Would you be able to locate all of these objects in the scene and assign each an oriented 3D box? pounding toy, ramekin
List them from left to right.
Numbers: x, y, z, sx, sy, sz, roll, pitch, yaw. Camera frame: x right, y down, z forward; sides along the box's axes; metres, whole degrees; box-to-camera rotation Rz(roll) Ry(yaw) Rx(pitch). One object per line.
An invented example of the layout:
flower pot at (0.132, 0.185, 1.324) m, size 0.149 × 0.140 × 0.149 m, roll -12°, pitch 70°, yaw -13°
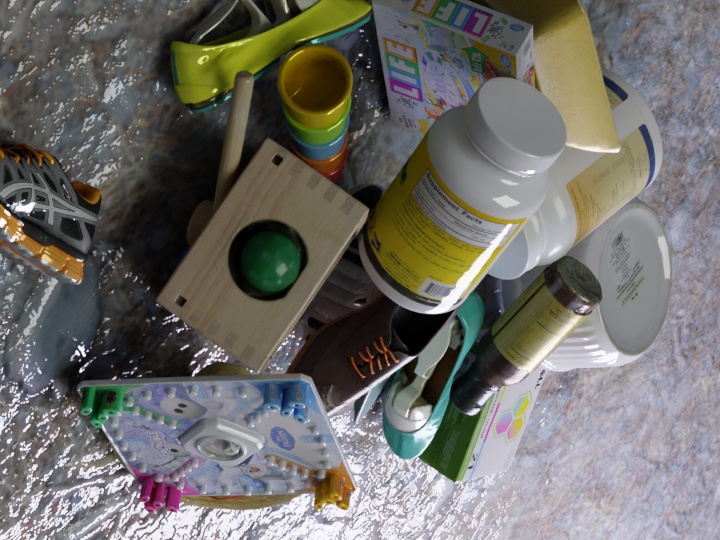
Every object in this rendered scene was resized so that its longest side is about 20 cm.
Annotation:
pounding toy at (-0.086, -0.033, 1.467) m, size 0.185 × 0.142 × 0.200 m, roll -56°, pitch 180°, yaw -3°
ramekin at (0.245, 0.009, 1.907) m, size 0.199 × 0.104 × 0.203 m, roll -5°, pitch 97°, yaw -51°

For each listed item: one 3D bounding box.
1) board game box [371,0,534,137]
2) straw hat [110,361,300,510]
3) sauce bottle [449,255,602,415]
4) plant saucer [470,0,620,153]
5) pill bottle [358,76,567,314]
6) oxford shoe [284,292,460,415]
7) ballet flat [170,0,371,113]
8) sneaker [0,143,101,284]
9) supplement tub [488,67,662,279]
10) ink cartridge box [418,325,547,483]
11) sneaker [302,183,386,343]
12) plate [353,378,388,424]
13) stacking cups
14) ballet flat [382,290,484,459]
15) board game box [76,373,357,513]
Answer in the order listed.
board game box at (0.084, -0.165, 1.561) m, size 0.034 × 0.133 × 0.200 m, roll -60°, pitch 162°, yaw -20°
straw hat at (-0.123, 0.129, 1.605) m, size 0.202 × 0.199 × 0.086 m, roll 64°, pitch 26°, yaw -52°
sauce bottle at (0.160, 0.069, 1.821) m, size 0.064 × 0.065 × 0.200 m, roll -8°, pitch 148°, yaw -49°
plant saucer at (0.137, -0.205, 1.592) m, size 0.048 × 0.200 × 0.201 m, roll -35°, pitch 142°, yaw -7°
pill bottle at (0.087, -0.064, 1.517) m, size 0.112 × 0.113 × 0.200 m, roll -20°, pitch 156°, yaw -42°
oxford shoe at (0.007, 0.068, 1.615) m, size 0.200 × 0.073 × 0.071 m, roll -41°, pitch 101°, yaw -5°
ballet flat at (-0.072, -0.195, 1.450) m, size 0.199 × 0.067 × 0.068 m, roll -33°, pitch 110°, yaw -31°
sneaker at (-0.256, -0.060, 1.315) m, size 0.078 × 0.078 × 0.200 m, roll -66°, pitch 151°, yaw -12°
supplement tub at (0.184, -0.095, 1.775) m, size 0.199 × 0.144 × 0.145 m, roll -36°, pitch 141°, yaw -28°
ink cartridge box at (0.160, 0.139, 1.991) m, size 0.199 × 0.075 × 0.149 m, roll -4°, pitch 119°, yaw -49°
sneaker at (0.000, 0.000, 1.691) m, size 0.081 × 0.075 × 0.202 m, roll -33°, pitch 146°, yaw -47°
plate at (0.036, 0.056, 1.758) m, size 0.201 × 0.025 × 0.200 m, roll -61°, pitch 175°, yaw -9°
stacking cups at (-0.037, -0.123, 1.504) m, size 0.061 × 0.060 × 0.200 m, roll -50°, pitch 171°, yaw -12°
ballet flat at (0.061, 0.106, 1.836) m, size 0.070 × 0.067 × 0.202 m, roll -17°, pitch 134°, yaw -61°
board game box at (-0.118, 0.151, 1.534) m, size 0.201 × 0.198 × 0.026 m, roll 70°, pitch 21°, yaw -54°
